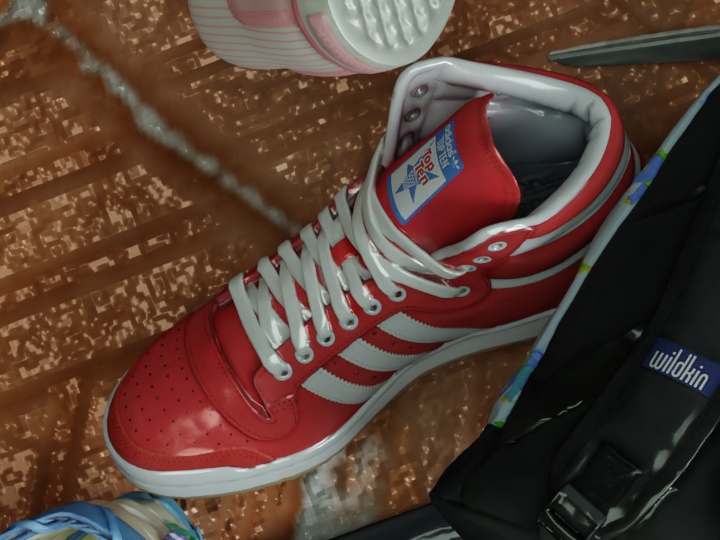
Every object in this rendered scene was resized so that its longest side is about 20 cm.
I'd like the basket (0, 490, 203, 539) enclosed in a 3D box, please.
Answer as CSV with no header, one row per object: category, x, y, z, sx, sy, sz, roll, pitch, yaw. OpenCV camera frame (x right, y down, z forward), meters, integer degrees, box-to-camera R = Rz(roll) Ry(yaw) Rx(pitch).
basket,-0.092,0.157,0.888,0.139,0.200,0.177,-36,91,24

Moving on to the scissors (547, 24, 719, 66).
scissors,0.161,-0.083,0.932,0.199,0.073,0.014,7,55,7

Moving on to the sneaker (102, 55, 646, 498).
sneaker,0.000,0.000,0.910,0.199,0.113,0.071,-26,65,-2

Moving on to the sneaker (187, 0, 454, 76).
sneaker,0.006,-0.148,0.936,0.075,0.104,0.201,39,64,-29

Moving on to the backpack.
backpack,0.139,0.020,0.878,0.163,0.154,0.201,19,83,20

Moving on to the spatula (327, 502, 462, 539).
spatula,0.057,0.076,0.965,0.199,0.021,0.057,-23,77,8
